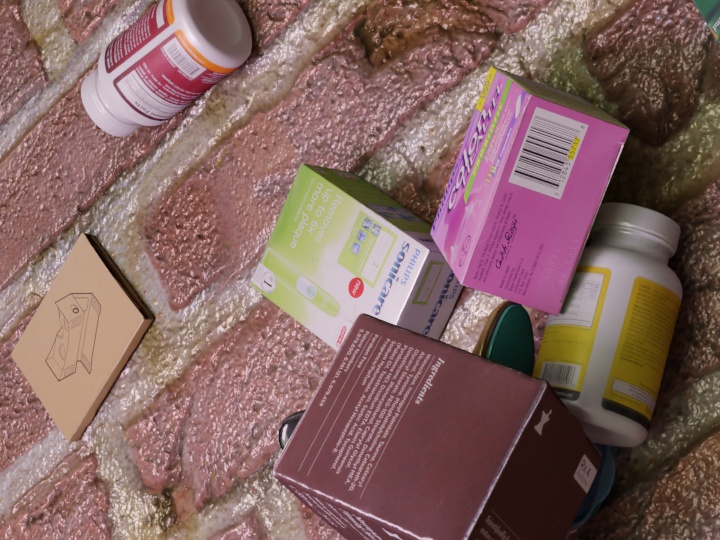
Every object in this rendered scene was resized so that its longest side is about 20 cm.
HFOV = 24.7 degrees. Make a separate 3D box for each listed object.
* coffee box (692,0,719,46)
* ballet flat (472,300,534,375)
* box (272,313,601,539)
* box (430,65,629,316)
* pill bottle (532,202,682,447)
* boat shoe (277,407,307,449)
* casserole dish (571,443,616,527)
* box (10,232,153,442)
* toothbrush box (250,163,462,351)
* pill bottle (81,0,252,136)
[{"bbox_3d":[0.374,-0.213,1.422,0.123,0.044,0.201,-39,63,31],"label":"coffee box"},{"bbox_3d":[0.122,0.128,1.544,0.063,0.068,0.202,-4,82,54],"label":"ballet flat"},{"bbox_3d":[0.068,0.166,1.407,0.199,0.166,0.165,19,71,35],"label":"box"},{"bbox_3d":[0.148,-0.078,1.499,0.200,0.096,0.177,-107,36,-75],"label":"box"},{"bbox_3d":[0.223,0.047,1.467,0.112,0.112,0.201,6,73,40],"label":"pill bottle"},{"bbox_3d":[-0.017,0.170,1.705,0.199,0.067,0.072,-1,87,42],"label":"boat shoe"},{"bbox_3d":[0.166,0.168,1.567,0.199,0.039,0.122,18,97,39],"label":"casserole dish"},{"bbox_3d":[-0.345,0.082,2.019,0.164,0.021,0.201,49,116,32],"label":"box"},{"bbox_3d":[0.000,0.000,1.694,0.200,0.086,0.146,36,109,35],"label":"toothbrush box"},{"bbox_3d":[-0.227,-0.239,1.891,0.199,0.113,0.114,-31,67,34],"label":"pill bottle"}]
